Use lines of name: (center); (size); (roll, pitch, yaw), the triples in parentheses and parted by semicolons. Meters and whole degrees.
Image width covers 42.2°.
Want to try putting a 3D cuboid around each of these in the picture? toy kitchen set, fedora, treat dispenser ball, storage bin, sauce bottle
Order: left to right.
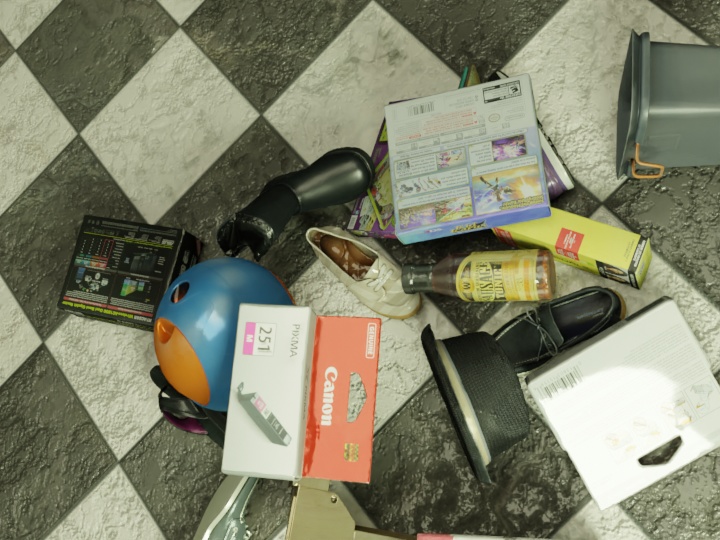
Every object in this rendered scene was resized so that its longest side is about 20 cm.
treat dispenser ball: (-0.177, 0.084, 1.249); (0.197, 0.201, 0.205); (-7, 71, 19)
toy kitchen set: (0.000, 0.266, 1.189); (0.177, 0.163, 0.204); (11, 76, -5)
sauce bottle: (0.150, 0.009, 1.202); (0.196, 0.066, 0.067); (-4, 72, 21)
fedora: (0.146, 0.147, 1.122); (0.090, 0.201, 0.203); (-22, 66, 0)
storage bin: (0.384, -0.187, 1.126); (0.131, 0.200, 0.149); (2, 74, 12)

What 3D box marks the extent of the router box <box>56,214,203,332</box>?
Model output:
router box: (-0.350, 0.007, 1.419); (0.196, 0.062, 0.153); (9, 76, 24)

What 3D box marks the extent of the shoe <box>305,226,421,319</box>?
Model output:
shoe: (0.000, 0.000, 1.288); (0.199, 0.053, 0.070); (35, 88, 27)

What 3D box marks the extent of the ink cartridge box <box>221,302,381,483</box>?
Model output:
ink cartridge box: (-0.068, 0.144, 1.104); (0.170, 0.044, 0.204); (2, 75, 11)

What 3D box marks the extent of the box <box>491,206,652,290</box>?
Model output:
box: (0.267, -0.039, 1.185); (0.197, 0.075, 0.051); (22, 82, 25)

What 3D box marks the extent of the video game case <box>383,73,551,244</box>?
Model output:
video game case: (0.135, -0.142, 1.199); (0.196, 0.045, 0.185); (-10, 70, 15)

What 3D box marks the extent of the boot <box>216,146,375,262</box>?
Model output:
boot: (-0.088, -0.086, 1.278); (0.197, 0.077, 0.169); (-14, 24, 32)

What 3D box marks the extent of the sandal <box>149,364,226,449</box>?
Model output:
sandal: (-0.237, 0.201, 1.300); (0.199, 0.076, 0.048); (35, 58, 26)

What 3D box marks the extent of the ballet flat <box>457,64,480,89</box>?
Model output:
ballet flat: (0.143, -0.182, 1.290); (0.070, 0.071, 0.204); (15, 79, 25)

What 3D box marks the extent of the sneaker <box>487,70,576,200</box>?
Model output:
sneaker: (0.204, -0.176, 1.255); (0.087, 0.076, 0.203); (-32, 64, 16)

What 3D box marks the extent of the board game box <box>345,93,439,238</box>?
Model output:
board game box: (0.052, -0.143, 1.298); (0.119, 0.032, 0.204); (4, 72, 59)

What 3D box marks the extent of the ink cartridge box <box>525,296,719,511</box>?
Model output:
ink cartridge box: (0.323, 0.157, 1.107); (0.198, 0.044, 0.176); (-31, 91, 8)

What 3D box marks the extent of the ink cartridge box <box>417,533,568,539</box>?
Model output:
ink cartridge box: (0.175, 0.347, 1.056); (0.196, 0.146, 0.087); (-5, 70, 20)

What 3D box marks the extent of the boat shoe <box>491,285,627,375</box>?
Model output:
boat shoe: (0.236, 0.073, 1.168); (0.197, 0.062, 0.076); (-25, 68, 14)

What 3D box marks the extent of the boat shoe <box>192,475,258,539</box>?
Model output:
boat shoe: (-0.183, 0.352, 1.256); (0.061, 0.073, 0.202); (33, 77, -16)
